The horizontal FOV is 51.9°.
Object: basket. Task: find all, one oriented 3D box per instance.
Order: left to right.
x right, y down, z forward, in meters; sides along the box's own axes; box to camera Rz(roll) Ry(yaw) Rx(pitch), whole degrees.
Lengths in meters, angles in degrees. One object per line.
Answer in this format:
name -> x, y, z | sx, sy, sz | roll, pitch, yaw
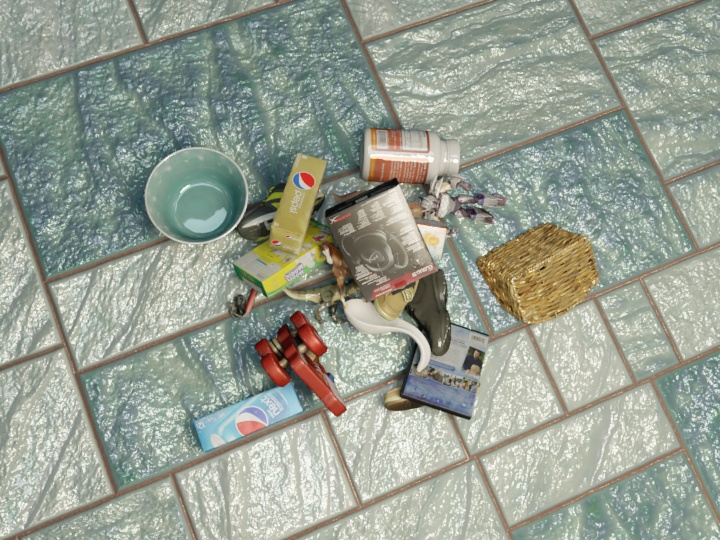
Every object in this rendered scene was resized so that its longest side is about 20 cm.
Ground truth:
basket -> 0.373, 0.010, 1.545 | 0.200, 0.149, 0.143 | -29, 114, -11

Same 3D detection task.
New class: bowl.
bowl -> -0.324, -0.136, 1.491 | 0.200, 0.105, 0.201 | 1, 76, -6

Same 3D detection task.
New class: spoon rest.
spoon rest -> 0.055, 0.113, 1.442 | 0.200, 0.099, 0.061 | 35, 117, 15

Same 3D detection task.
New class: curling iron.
curling iron -> -0.214, 0.008, 1.508 | 0.050, 0.026, 0.200 | 25, 76, -1

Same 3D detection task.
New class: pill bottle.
pill bottle -> 0.102, -0.238, 1.551 | 0.200, 0.112, 0.112 | 3, 77, -5

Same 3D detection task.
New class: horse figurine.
horse figurine -> 0.000, 0.000, 1.478 | 0.200, 0.050, 0.133 | -11, 73, -49

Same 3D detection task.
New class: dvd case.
dvd case -> 0.168, 0.186, 1.460 | 0.143, 0.018, 0.200 | 17, 51, 5

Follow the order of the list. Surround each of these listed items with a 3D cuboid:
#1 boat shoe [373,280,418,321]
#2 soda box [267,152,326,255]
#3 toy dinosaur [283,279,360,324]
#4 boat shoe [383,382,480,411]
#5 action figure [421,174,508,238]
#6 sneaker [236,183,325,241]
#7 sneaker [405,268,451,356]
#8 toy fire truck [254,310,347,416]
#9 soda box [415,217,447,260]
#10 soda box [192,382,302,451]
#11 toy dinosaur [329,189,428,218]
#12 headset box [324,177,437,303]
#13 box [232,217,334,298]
boat shoe -> 0.085, 0.012, 1.465 | 0.073, 0.063, 0.201 | 39, 48, -9
soda box -> -0.122, -0.132, 1.447 | 0.064, 0.068, 0.200 | 15, 54, -3
toy dinosaur -> -0.067, 0.063, 1.485 | 0.200, 0.047, 0.088 | -4, 76, -30
boat shoe -> 0.135, 0.224, 1.477 | 0.200, 0.072, 0.076 | -10, 66, -17
action figure -> 0.200, -0.132, 1.503 | 0.200, 0.130, 0.069 | -1, 32, -35
sneaker -> -0.173, -0.128, 1.522 | 0.200, 0.075, 0.085 | -27, 66, -27
sneaker -> 0.135, 0.088, 1.486 | 0.091, 0.076, 0.200 | -6, 48, 5
toy fire truck -> -0.102, 0.181, 1.402 | 0.112, 0.200, 0.168 | -39, 110, -2
soda box -> 0.063, -0.072, 1.436 | 0.200, 0.064, 0.068 | 9, 106, -5
soda box -> -0.214, 0.281, 1.423 | 0.200, 0.068, 0.064 | -22, 80, -10
toy dinosaur -> 0.031, -0.126, 1.523 | 0.200, 0.086, 0.136 | 29, 75, -9
headset box -> 0.042, -0.047, 1.370 | 0.149, 0.077, 0.200 | -25, 107, 5
box -> -0.140, -0.032, 1.469 | 0.200, 0.048, 0.117 | -36, 40, -23
